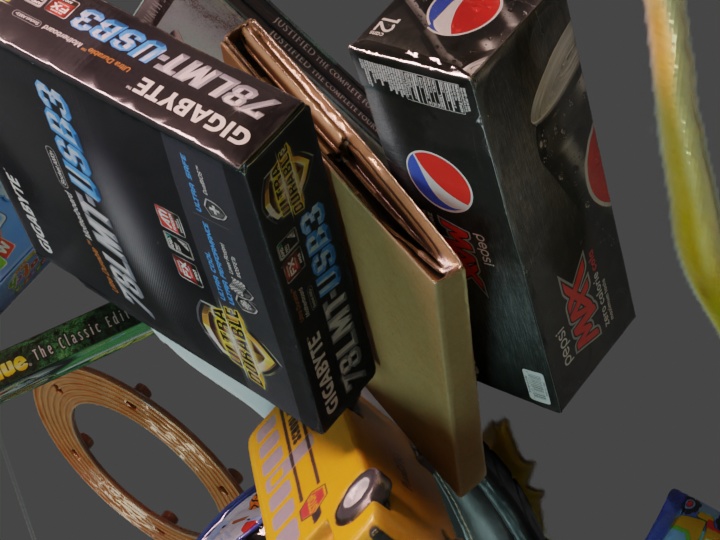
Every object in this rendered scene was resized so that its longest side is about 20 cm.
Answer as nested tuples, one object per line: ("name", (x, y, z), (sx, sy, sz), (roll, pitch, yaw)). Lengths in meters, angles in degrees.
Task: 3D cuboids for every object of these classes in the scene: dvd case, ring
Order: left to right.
("ring", (-0.142, 0.132, 1.467), (0.200, 0.019, 0.201), (29, 150, 19))
("dvd case", (-0.034, -0.062, 1.053), (0.200, 0.022, 0.146), (44, 152, -4))

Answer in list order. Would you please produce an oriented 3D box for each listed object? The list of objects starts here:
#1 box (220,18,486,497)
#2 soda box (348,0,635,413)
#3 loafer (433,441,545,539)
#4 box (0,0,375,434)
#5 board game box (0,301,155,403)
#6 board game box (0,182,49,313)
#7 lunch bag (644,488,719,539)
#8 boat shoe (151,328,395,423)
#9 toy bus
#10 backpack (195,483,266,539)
("box", (0.000, 0.000, 0.983), (0.164, 0.021, 0.200), (49, 163, 28))
("soda box", (0.061, -0.035, 0.919), (0.063, 0.071, 0.201), (21, 146, 34))
("loafer", (0.072, 0.165, 1.156), (0.201, 0.072, 0.073), (59, -173, -9))
("box", (-0.094, -0.037, 0.972), (0.198, 0.050, 0.200), (28, 153, 27))
("board game box", (-0.187, 0.053, 1.223), (0.024, 0.199, 0.105), (62, 151, 5))
("board game box", (-0.265, -0.053, 1.212), (0.199, 0.151, 0.037), (34, 152, 14))
("lunch bag", (0.209, 0.216, 1.104), (0.150, 0.094, 0.200), (29, 164, 24))
("boat shoe", (-0.048, 0.025, 1.144), (0.072, 0.068, 0.200), (-37, 112, 27))
("toy bus", (-0.004, 0.114, 1.035), (0.065, 0.078, 0.200), (40, -170, -18))
("backpack", (-0.015, 0.211, 1.266), (0.191, 0.200, 0.154), (55, 164, -18))
